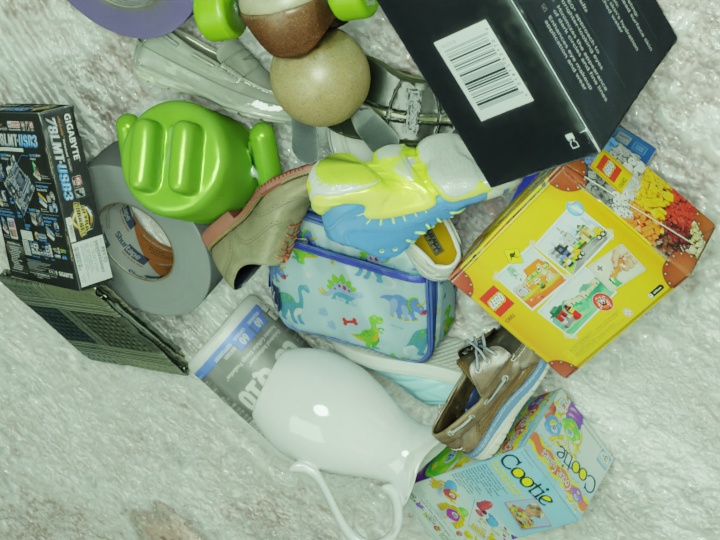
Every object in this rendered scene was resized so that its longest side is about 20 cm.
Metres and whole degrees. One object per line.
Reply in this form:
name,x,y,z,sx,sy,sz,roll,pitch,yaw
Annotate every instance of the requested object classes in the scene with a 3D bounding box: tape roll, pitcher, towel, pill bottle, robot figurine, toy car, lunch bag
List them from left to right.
towel,-0.314,0.058,1.906,0.199,0.035,0.193,7,149,41
tape roll,-0.217,-0.332,1.534,0.199,0.085,0.201,18,133,21
tape roll,-0.236,-0.049,1.792,0.199,0.066,0.201,19,134,21
robot figurine,-0.168,-0.108,1.618,0.174,0.200,0.117,2,88,17
pill bottle,-0.087,0.133,1.802,0.200,0.114,0.114,42,137,-3
toy car,-0.033,-0.194,1.456,0.163,0.158,0.201,-4,118,26
pitcher,-0.021,0.184,1.673,0.199,0.172,0.121,27,153,6
lunch bag,0.000,0.000,1.659,0.199,0.082,0.162,18,128,21

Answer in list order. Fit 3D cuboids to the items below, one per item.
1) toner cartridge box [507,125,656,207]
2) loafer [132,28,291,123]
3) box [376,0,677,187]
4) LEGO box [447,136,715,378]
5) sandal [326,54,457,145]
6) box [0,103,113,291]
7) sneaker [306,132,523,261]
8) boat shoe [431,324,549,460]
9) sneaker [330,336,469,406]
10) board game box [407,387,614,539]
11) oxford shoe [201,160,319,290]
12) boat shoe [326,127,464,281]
toner cartridge box,0.193,-0.060,1.501,0.095,0.043,0.201,32,137,7
loafer,-0.132,-0.199,1.594,0.199,0.070,0.070,19,105,5
box,0.139,-0.209,1.301,0.117,0.200,0.197,-18,113,41
LEGO box,0.197,-0.015,1.446,0.149,0.077,0.200,40,137,-2
sandal,0.041,-0.156,1.514,0.200,0.057,0.080,15,97,9
box,-0.355,-0.085,1.772,0.199,0.049,0.200,8,111,56
sneaker,0.051,-0.065,1.475,0.198,0.076,0.105,-2,135,1
boat shoe,0.135,0.100,1.597,0.072,0.072,0.201,16,108,-24
sneaker,0.057,0.110,1.713,0.199,0.074,0.082,16,129,25
board game box,0.154,0.220,1.713,0.199,0.103,0.105,-26,107,45
oxford shoe,-0.077,-0.047,1.586,0.200,0.070,0.075,-35,75,43
boat shoe,0.035,-0.079,1.540,0.201,0.071,0.070,58,175,5
